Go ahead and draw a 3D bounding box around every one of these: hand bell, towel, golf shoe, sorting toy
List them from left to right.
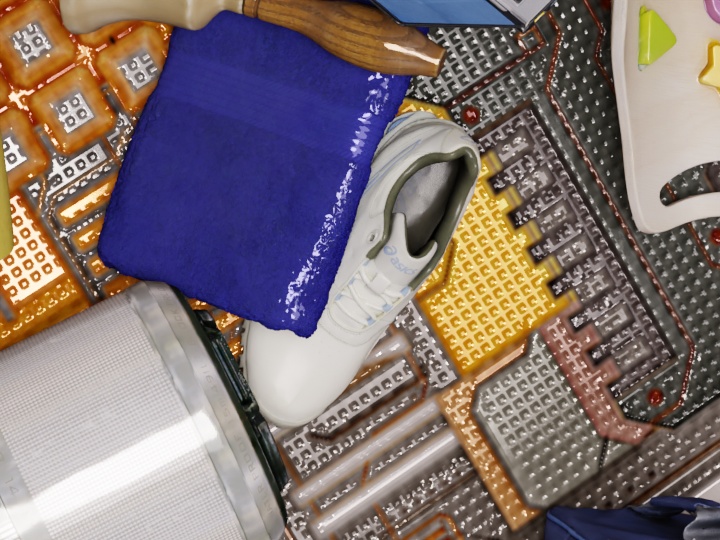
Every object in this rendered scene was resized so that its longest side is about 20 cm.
[{"bbox_3d":[-0.052,-0.075,1.212,0.147,0.049,0.202,20,88,24],"label":"towel"},{"bbox_3d":[-0.048,-0.142,1.164,0.198,0.104,0.105,21,88,10],"label":"hand bell"},{"bbox_3d":[0.000,0.000,1.226,0.078,0.097,0.201,31,87,-15],"label":"golf shoe"},{"bbox_3d":[0.221,-0.110,1.279,0.198,0.107,0.182,0,100,-14],"label":"sorting toy"}]

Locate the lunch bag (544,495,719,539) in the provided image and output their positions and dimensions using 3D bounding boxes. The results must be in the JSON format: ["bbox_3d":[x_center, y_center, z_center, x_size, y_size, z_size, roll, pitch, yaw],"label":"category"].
[{"bbox_3d":[0.173,0.192,1.226,0.134,0.200,0.134,2,90,-9],"label":"lunch bag"}]

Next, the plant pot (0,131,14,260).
[{"bbox_3d":[-0.279,-0.071,1.110,0.199,0.200,0.178,-25,110,-12],"label":"plant pot"}]

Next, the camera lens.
[{"bbox_3d":[-0.148,0.111,1.158,0.199,0.160,0.161,-26,99,-8],"label":"camera lens"}]

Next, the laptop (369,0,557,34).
[{"bbox_3d":[0.035,-0.225,1.169,0.200,0.116,0.187,-44,68,-9],"label":"laptop"}]
